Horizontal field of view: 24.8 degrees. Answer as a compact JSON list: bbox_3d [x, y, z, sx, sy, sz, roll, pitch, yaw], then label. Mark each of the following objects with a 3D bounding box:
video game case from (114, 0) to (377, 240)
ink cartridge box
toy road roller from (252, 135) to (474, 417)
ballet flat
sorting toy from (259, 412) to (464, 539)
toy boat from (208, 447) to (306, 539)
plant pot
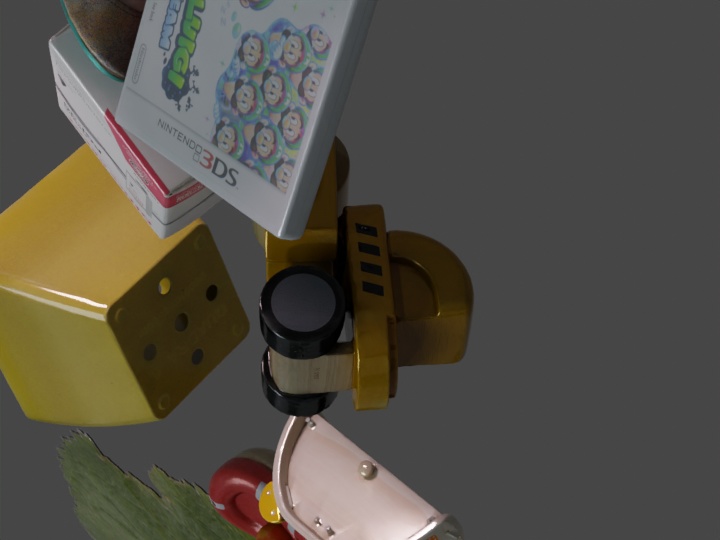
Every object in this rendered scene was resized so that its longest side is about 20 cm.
[{"bbox_3d":[-0.069,-0.147,0.990,0.182,0.024,0.201,35,114,39],"label":"video game case"},{"bbox_3d":[-0.160,-0.115,1.249,0.147,0.083,0.200,52,169,2],"label":"ink cartridge box"},{"bbox_3d":[0.000,0.000,1.135,0.123,0.145,0.201,95,171,-60],"label":"toy road roller"},{"bbox_3d":[-0.175,-0.219,1.125,0.068,0.067,0.201,17,-140,-45],"label":"ballet flat"},{"bbox_3d":[0.015,0.242,1.495,0.200,0.107,0.180,34,171,40],"label":"sorting toy"},{"bbox_3d":[-0.090,0.281,1.683,0.200,0.130,0.131,39,154,32],"label":"toy boat"},{"bbox_3d":[-0.222,0.027,1.511,0.176,0.200,0.201,15,138,40],"label":"plant pot"}]
